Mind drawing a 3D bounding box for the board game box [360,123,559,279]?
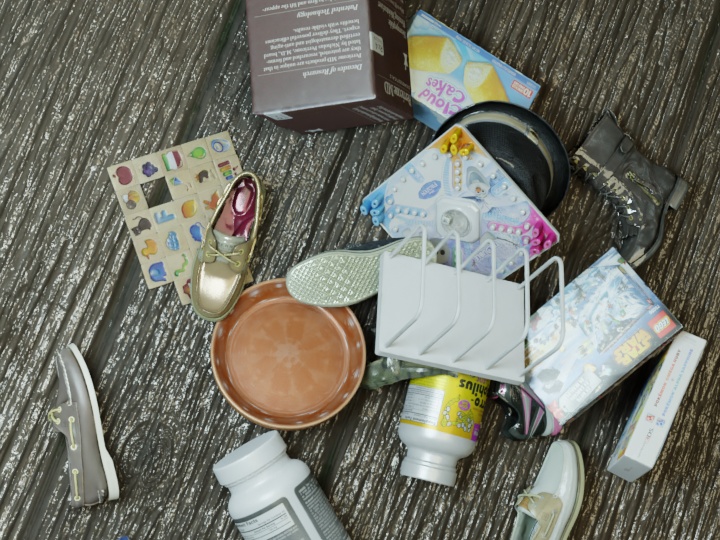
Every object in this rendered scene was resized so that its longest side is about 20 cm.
[{"bbox_3d":[0.124,-0.062,1.608,0.200,0.200,0.026,47,39,-7],"label":"board game box"}]

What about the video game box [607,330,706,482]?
[{"bbox_3d":[0.394,0.186,1.651,0.047,0.200,0.182,22,78,10],"label":"video game box"}]

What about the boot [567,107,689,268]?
[{"bbox_3d":[0.355,-0.108,1.738,0.174,0.069,0.200,35,70,-7],"label":"boot"}]

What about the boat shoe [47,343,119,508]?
[{"bbox_3d":[-0.349,0.192,1.514,0.059,0.072,0.200,-15,95,-19],"label":"boat shoe"}]

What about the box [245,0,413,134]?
[{"bbox_3d":[-0.038,-0.291,1.561,0.164,0.166,0.200,-6,86,19],"label":"box"}]

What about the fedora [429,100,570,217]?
[{"bbox_3d":[0.182,-0.121,1.627,0.200,0.092,0.201,4,122,6],"label":"fedora"}]

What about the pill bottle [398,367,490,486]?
[{"bbox_3d":[0.110,0.178,1.621,0.104,0.104,0.200,16,82,-13],"label":"pill bottle"}]

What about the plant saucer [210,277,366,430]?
[{"bbox_3d":[-0.093,0.108,1.588,0.200,0.032,0.201,3,70,-8],"label":"plant saucer"}]

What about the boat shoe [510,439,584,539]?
[{"bbox_3d":[0.247,0.323,1.661,0.068,0.075,0.200,15,82,-19],"label":"boat shoe"}]

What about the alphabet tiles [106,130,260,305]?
[{"bbox_3d":[-0.217,-0.064,1.603,0.167,0.008,0.200,-19,91,-16],"label":"alphabet tiles"}]

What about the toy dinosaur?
[{"bbox_3d":[0.043,0.112,1.605,0.047,0.200,0.088,36,51,-50],"label":"toy dinosaur"}]

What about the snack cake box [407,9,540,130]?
[{"bbox_3d":[0.129,-0.249,1.682,0.200,0.067,0.115,30,78,-11],"label":"snack cake box"}]

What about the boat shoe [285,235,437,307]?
[{"bbox_3d":[0.000,0.000,1.596,0.200,0.062,0.075,-15,97,-12],"label":"boat shoe"}]

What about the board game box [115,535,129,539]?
[{"bbox_3d":[-0.344,0.457,1.505,0.200,0.043,0.199,-20,92,-16],"label":"board game box"}]

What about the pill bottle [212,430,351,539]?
[{"bbox_3d":[-0.094,0.310,1.548,0.116,0.116,0.200,-31,93,-16],"label":"pill bottle"}]

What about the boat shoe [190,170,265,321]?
[{"bbox_3d":[-0.171,-0.035,1.570,0.074,0.066,0.200,13,79,-2],"label":"boat shoe"}]

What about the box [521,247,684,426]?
[{"bbox_3d":[0.295,0.086,1.590,0.200,0.040,0.137,-40,71,8],"label":"box"}]

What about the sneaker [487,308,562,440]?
[{"bbox_3d":[0.207,0.139,1.665,0.086,0.080,0.200,-18,89,-14],"label":"sneaker"}]

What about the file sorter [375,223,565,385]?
[{"bbox_3d":[0.135,0.037,1.512,0.200,0.125,0.139,13,60,-17],"label":"file sorter"}]
